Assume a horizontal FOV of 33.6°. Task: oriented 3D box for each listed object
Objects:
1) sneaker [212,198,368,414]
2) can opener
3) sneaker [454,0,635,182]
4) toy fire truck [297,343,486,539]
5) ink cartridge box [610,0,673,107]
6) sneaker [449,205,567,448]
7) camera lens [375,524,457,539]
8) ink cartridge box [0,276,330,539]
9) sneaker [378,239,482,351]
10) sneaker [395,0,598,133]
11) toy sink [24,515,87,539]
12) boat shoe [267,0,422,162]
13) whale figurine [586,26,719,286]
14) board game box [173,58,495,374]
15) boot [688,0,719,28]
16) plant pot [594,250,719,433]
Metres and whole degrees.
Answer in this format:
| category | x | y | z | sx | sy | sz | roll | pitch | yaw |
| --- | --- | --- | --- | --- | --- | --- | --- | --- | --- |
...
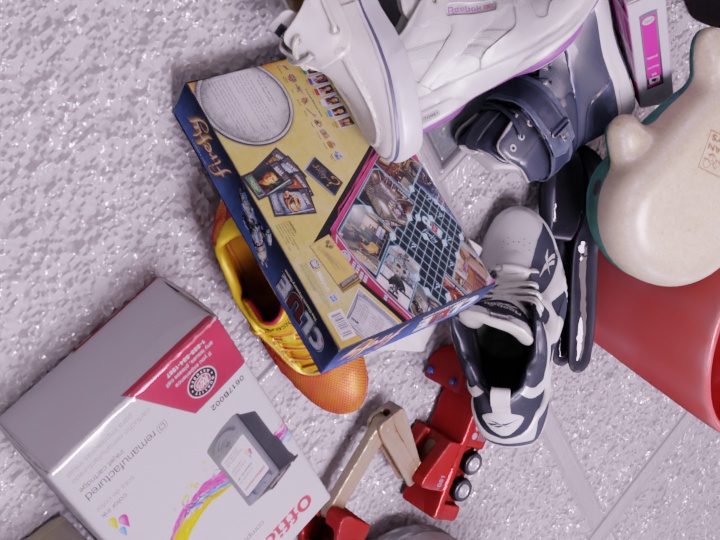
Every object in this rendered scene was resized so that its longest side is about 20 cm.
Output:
| category | x | y | z | sx | sy | sz | roll | pitch | yaw |
| --- | --- | --- | --- | --- | --- | --- | --- | --- | --- |
| sneaker | -0.053 | 0.035 | 0.833 | 0.072 | 0.078 | 0.201 | -18 | 123 | 18 |
| can opener | 0.185 | -0.012 | 1.047 | 0.077 | 0.063 | 0.204 | -5 | 107 | -15 |
| sneaker | 0.126 | -0.165 | 0.923 | 0.145 | 0.077 | 0.204 | -37 | 119 | -15 |
| toy fire truck | 0.040 | 0.150 | 0.993 | 0.140 | 0.048 | 0.203 | 19 | 93 | -43 |
| ink cartridge box | 0.219 | -0.201 | 0.957 | 0.037 | 0.096 | 0.200 | -22 | 154 | 10 |
| sneaker | 0.117 | 0.027 | 0.931 | 0.130 | 0.078 | 0.202 | 63 | 38 | -67 |
| camera lens | 0.077 | 0.320 | 0.990 | 0.158 | 0.199 | 0.163 | -18 | 119 | -35 |
| ink cartridge box | -0.126 | 0.131 | 0.812 | 0.148 | 0.085 | 0.201 | -44 | 130 | -19 |
| sneaker | 0.000 | 0.000 | 0.880 | 0.198 | 0.073 | 0.117 | 25 | 94 | -40 |
| sneaker | 0.082 | -0.176 | 0.844 | 0.198 | 0.075 | 0.101 | -31 | 104 | 1 |
| toy sink | -0.227 | 0.285 | 0.765 | 0.199 | 0.111 | 0.132 | -35 | 127 | -26 |
| boat shoe | -0.025 | -0.158 | 0.758 | 0.069 | 0.071 | 0.203 | -24 | 95 | -20 |
| whale figurine | 0.255 | -0.091 | 0.961 | 0.157 | 0.104 | 0.203 | 18 | 96 | -21 |
| board game box | -0.017 | -0.047 | 0.775 | 0.134 | 0.202 | 0.035 | -20 | 161 | -34 |
| boot | 0.337 | -0.334 | 1.069 | 0.187 | 0.068 | 0.203 | 24 | 83 | -37 |
| plant pot | 0.300 | 0.027 | 1.084 | 0.198 | 0.176 | 0.204 | -19 | 121 | -36 |
